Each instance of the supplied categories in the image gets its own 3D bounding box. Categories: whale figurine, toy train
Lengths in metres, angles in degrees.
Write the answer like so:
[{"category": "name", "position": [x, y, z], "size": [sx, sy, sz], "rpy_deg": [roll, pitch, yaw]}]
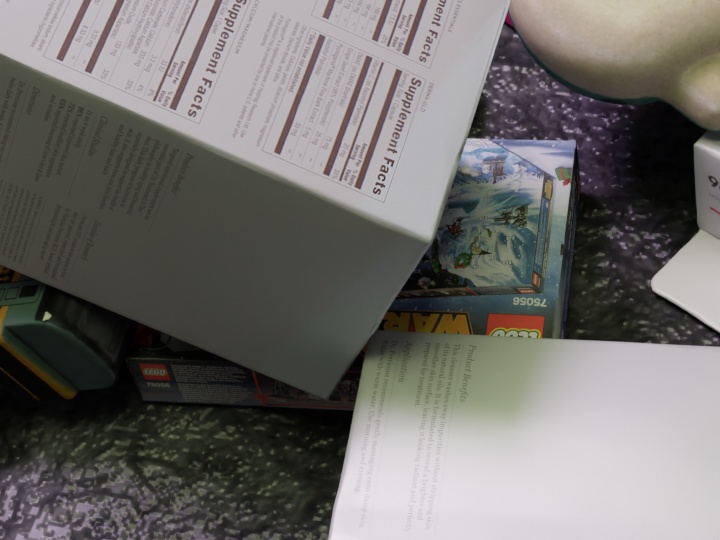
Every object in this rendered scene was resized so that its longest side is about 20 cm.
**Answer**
[{"category": "whale figurine", "position": [0.165, -0.139, 0.983], "size": [0.199, 0.104, 0.160], "rpy_deg": [-2, 80, 6]}, {"category": "toy train", "position": [-0.143, -0.026, 1.013], "size": [0.114, 0.085, 0.201], "rpy_deg": [-5, 53, 33]}]

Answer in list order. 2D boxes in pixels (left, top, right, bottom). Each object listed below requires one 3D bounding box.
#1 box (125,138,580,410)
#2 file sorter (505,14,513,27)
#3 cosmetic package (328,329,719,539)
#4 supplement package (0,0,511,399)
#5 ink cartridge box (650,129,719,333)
[{"category": "box", "position": [0.000, 0.000, 1.009], "size": [0.199, 0.040, 0.137], "rpy_deg": [2, 54, 12]}, {"category": "file sorter", "position": [0.080, -0.240, 1.116], "size": [0.139, 0.126, 0.200], "rpy_deg": [-38, 57, -17]}, {"category": "cosmetic package", "position": [0.095, 0.094, 0.899], "size": [0.199, 0.081, 0.113], "rpy_deg": [5, 56, 13]}, {"category": "supplement package", "position": [-0.063, -0.073, 0.912], "size": [0.199, 0.152, 0.151], "rpy_deg": [23, 57, -6]}, {"category": "ink cartridge box", "position": [0.235, -0.049, 0.983], "size": [0.116, 0.068, 0.200], "rpy_deg": [33, 67, 30]}]
